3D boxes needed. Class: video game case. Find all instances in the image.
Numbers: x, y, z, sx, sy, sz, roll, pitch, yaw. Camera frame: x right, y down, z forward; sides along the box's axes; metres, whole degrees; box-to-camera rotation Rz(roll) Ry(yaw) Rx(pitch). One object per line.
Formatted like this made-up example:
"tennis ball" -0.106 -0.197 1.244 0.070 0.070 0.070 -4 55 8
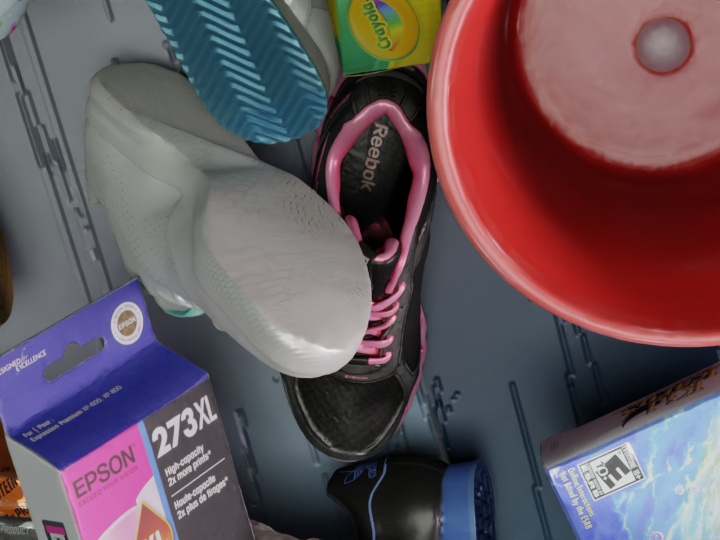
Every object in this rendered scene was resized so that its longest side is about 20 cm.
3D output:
"video game case" 0.204 0.132 0.873 0.181 0.045 0.200 -26 99 7

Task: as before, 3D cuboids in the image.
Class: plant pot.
"plant pot" 0.130 -0.085 0.812 0.200 0.177 0.201 1 106 4

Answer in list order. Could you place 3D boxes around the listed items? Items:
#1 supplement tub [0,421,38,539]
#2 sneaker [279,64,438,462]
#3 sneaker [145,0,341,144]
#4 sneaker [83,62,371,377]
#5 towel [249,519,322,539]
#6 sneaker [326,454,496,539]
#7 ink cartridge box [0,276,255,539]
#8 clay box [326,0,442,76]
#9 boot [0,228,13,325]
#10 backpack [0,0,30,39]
"supplement tub" -0.150 0.174 0.927 0.122 0.123 0.200 3 106 2
"sneaker" 0.000 0.000 0.887 0.079 0.095 0.200 5 107 -2
"sneaker" -0.063 -0.156 0.833 0.076 0.081 0.200 -9 122 19
"sneaker" -0.065 -0.005 0.860 0.075 0.200 0.089 -5 129 -35
"towel" -0.012 0.211 0.935 0.132 0.034 0.200 8 119 41
"sneaker" 0.028 0.184 0.955 0.078 0.070 0.200 0 104 14
"ink cartridge box" -0.095 0.113 0.858 0.037 0.095 0.200 0 113 42
"clay box" 0.000 -0.167 0.758 0.048 0.115 0.200 -9 144 -2
"boot" -0.267 -0.032 0.900 0.155 0.073 0.200 -29 101 9
"backpack" -0.208 -0.185 0.804 0.200 0.178 0.151 34 109 -11
